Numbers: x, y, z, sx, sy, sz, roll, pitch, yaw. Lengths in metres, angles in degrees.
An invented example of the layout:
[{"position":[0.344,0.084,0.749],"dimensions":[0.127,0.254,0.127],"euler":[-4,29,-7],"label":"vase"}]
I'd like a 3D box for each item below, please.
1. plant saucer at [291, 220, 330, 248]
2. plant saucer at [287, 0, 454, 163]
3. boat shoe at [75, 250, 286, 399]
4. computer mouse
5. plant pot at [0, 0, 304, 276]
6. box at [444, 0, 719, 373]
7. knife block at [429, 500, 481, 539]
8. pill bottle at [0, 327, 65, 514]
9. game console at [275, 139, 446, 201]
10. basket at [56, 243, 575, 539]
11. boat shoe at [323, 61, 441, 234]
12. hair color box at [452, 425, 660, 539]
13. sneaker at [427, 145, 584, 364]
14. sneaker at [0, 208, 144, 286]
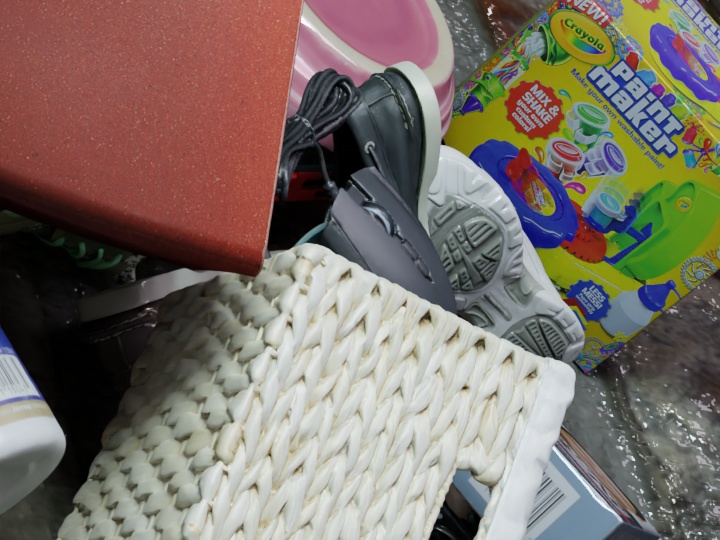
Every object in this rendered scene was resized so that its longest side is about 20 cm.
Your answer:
[{"position":[-0.012,0.072,1.477],"dimensions":[0.200,0.036,0.201],"euler":[12,75,-54],"label":"plant saucer"},{"position":[-0.014,-0.156,1.616],"dimensions":[0.200,0.051,0.201],"euler":[30,36,-25],"label":"plant saucer"},{"position":[-0.084,0.027,1.471],"dimensions":[0.200,0.072,0.060],"euler":[-14,88,-60],"label":"boat shoe"},{"position":[0.000,0.000,1.433],"dimensions":[0.140,0.046,0.201],"euler":[-45,121,-50],"label":"computer mouse"},{"position":[-0.133,-0.112,1.258],"dimensions":[0.175,0.200,0.201],"euler":[9,89,-13],"label":"plant pot"},{"position":[0.165,-0.079,1.740],"dimensions":[0.200,0.193,0.122],"euler":[47,34,-2],"label":"box"},{"position":[0.067,0.226,1.420],"dimensions":[0.175,0.064,0.201],"euler":[27,39,-47],"label":"knife block"},{"position":[-0.237,0.029,1.248],"dimensions":[0.119,0.120,0.201],"euler":[-14,67,-53],"label":"pill bottle"},{"position":[-0.041,-0.122,1.622],"dimensions":[0.199,0.031,0.177],"euler":[-3,57,-52],"label":"game console"},{"position":[-0.031,0.110,1.285],"dimensions":[0.160,0.200,0.199],"euler":[30,71,-19],"label":"basket"},{"position":[0.005,-0.026,1.548],"dimensions":[0.066,0.200,0.075],"euler":[-18,44,-27],"label":"boat shoe"},{"position":[0.109,0.131,1.503],"dimensions":[0.099,0.061,0.200],"euler":[49,3,14],"label":"hair color box"},{"position":[0.068,-0.016,1.657],"dimensions":[0.200,0.078,0.100],"euler":[58,5,-43],"label":"sneaker"},{"position":[-0.143,-0.026,1.443],"dimensions":[0.199,0.089,0.077],"euler":[-10,27,-24],"label":"sneaker"}]
